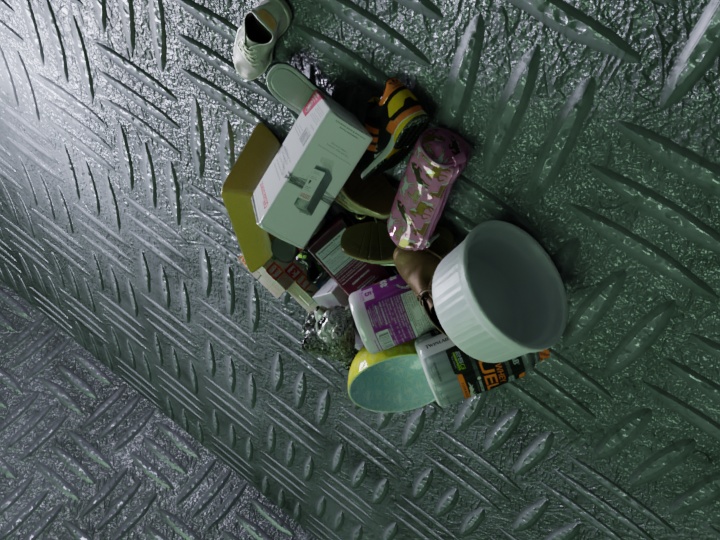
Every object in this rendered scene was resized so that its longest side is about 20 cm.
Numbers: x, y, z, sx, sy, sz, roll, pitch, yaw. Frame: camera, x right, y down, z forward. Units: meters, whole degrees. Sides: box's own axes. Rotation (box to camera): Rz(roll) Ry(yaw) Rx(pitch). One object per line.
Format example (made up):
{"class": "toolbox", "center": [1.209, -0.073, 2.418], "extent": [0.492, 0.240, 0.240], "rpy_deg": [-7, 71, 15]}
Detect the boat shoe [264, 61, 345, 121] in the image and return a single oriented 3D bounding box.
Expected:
{"class": "boat shoe", "center": [-0.072, -0.259, 1.244], "extent": [0.200, 0.075, 0.060], "rpy_deg": [47, -172, -25]}

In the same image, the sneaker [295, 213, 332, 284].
{"class": "sneaker", "center": [-0.092, -0.053, 1.496], "extent": [0.070, 0.083, 0.201], "rpy_deg": [21, 141, 32]}

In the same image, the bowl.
{"class": "bowl", "center": [0.069, 0.166, 1.428], "extent": [0.197, 0.109, 0.201], "rpy_deg": [-6, 141, -5]}

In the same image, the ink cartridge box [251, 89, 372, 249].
{"class": "ink cartridge box", "center": [-0.078, -0.154, 1.173], "extent": [0.084, 0.201, 0.146], "rpy_deg": [29, -165, -22]}

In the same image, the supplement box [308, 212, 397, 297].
{"class": "supplement box", "center": [0.000, 0.000, 1.409], "extent": [0.200, 0.085, 0.110], "rpy_deg": [49, -174, -10]}

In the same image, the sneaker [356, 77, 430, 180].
{"class": "sneaker", "center": [0.036, -0.215, 1.179], "extent": [0.091, 0.069, 0.200], "rpy_deg": [61, 153, 8]}

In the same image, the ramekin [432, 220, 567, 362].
{"class": "ramekin", "center": [0.200, 0.037, 1.139], "extent": [0.201, 0.201, 0.098], "rpy_deg": [46, 137, -6]}

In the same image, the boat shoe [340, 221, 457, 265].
{"class": "boat shoe", "center": [0.064, -0.040, 1.304], "extent": [0.198, 0.074, 0.063], "rpy_deg": [-1, 161, 19]}

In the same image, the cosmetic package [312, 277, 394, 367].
{"class": "cosmetic package", "center": [0.012, 0.087, 1.529], "extent": [0.201, 0.107, 0.090], "rpy_deg": [51, 149, -11]}

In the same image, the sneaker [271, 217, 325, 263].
{"class": "sneaker", "center": [-0.089, -0.109, 1.357], "extent": [0.067, 0.108, 0.202], "rpy_deg": [33, 134, 0]}

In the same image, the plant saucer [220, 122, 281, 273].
{"class": "plant saucer", "center": [-0.171, -0.130, 1.404], "extent": [0.048, 0.201, 0.201], "rpy_deg": [4, 137, 16]}

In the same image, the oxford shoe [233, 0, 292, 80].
{"class": "oxford shoe", "center": [-0.169, -0.362, 1.231], "extent": [0.075, 0.058, 0.200], "rpy_deg": [44, 151, -8]}

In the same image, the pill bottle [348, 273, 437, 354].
{"class": "pill bottle", "center": [0.089, 0.056, 1.308], "extent": [0.112, 0.198, 0.113], "rpy_deg": [-21, -90, -86]}

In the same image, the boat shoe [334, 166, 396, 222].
{"class": "boat shoe", "center": [-0.010, -0.139, 1.318], "extent": [0.199, 0.073, 0.063], "rpy_deg": [37, 158, 32]}

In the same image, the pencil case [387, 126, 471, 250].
{"class": "pencil case", "center": [0.100, -0.120, 1.171], "extent": [0.086, 0.083, 0.201], "rpy_deg": [20, 138, 3]}

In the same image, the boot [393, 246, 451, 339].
{"class": "boot", "center": [0.113, 0.031, 1.203], "extent": [0.200, 0.075, 0.074], "rpy_deg": [48, 118, 22]}

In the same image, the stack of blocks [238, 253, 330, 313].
{"class": "stack of blocks", "center": [-0.137, 0.002, 1.586], "extent": [0.200, 0.115, 0.059], "rpy_deg": [45, 149, -5]}

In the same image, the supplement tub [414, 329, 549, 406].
{"class": "supplement tub", "center": [0.198, 0.133, 1.265], "extent": [0.123, 0.198, 0.124], "rpy_deg": [-22, -90, -87]}

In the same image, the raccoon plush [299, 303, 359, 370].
{"class": "raccoon plush", "center": [-0.016, 0.122, 1.437], "extent": [0.199, 0.098, 0.133], "rpy_deg": [25, 158, -31]}
